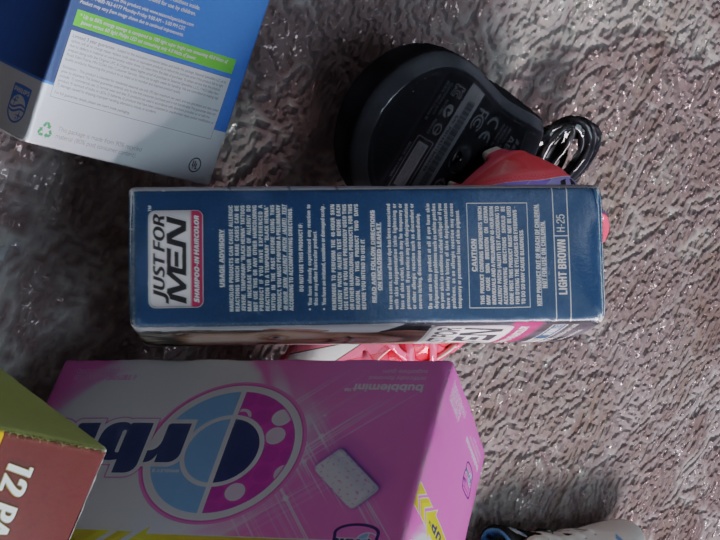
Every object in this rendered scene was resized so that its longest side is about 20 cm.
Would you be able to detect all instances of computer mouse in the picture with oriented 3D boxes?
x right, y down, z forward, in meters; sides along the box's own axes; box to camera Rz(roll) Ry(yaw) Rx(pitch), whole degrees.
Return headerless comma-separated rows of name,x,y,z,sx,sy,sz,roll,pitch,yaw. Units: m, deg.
computer mouse,0.041,-0.059,0.869,0.139,0.053,0.200,-55,144,2

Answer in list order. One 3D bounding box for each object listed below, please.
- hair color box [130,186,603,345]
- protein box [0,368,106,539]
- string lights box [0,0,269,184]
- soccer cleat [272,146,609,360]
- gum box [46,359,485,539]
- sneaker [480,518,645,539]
hair color box,0.000,0.000,0.733,0.198,0.100,0.061,0,82,-4
protein box,-0.235,0.067,0.553,0.198,0.200,0.136,19,95,-46
string lights box,-0.085,-0.146,0.698,0.102,0.059,0.201,12,100,-46
soccer cleat,0.037,0.019,0.815,0.200,0.076,0.067,-44,140,-17
gum box,-0.058,0.101,0.703,0.066,0.199,0.114,68,29,-42
sneaker,0.117,0.187,1.044,0.199,0.072,0.073,-14,92,-46
